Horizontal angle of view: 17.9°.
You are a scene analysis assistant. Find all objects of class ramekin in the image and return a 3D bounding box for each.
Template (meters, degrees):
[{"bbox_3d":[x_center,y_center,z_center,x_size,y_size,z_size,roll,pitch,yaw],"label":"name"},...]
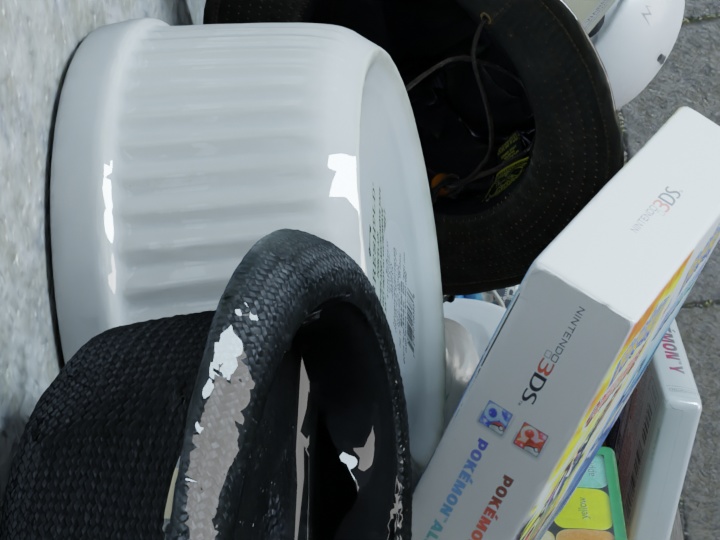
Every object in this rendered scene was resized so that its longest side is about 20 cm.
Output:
[{"bbox_3d":[-0.033,0.002,0.842,0.200,0.104,0.202,-7,90,-79],"label":"ramekin"}]

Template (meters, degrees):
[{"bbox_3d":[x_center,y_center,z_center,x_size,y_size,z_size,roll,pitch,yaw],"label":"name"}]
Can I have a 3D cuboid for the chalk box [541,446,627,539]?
[{"bbox_3d":[0.059,0.157,1.045,0.125,0.123,0.201,-89,-179,-53],"label":"chalk box"}]

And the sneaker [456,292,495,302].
[{"bbox_3d":[0.020,0.002,1.240,0.078,0.090,0.200,46,-17,17],"label":"sneaker"}]

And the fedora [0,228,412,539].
[{"bbox_3d":[-0.052,0.087,0.697,0.200,0.091,0.203,3,90,-68],"label":"fedora"}]

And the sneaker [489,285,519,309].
[{"bbox_3d":[0.061,0.075,1.253,0.201,0.080,0.077,-58,-158,31],"label":"sneaker"}]

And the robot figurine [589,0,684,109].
[{"bbox_3d":[0.085,-0.168,1.274,0.125,0.199,0.151,-48,-167,46],"label":"robot figurine"}]

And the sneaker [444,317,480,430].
[{"bbox_3d":[-0.014,0.101,0.949,0.080,0.070,0.202,35,65,-49],"label":"sneaker"}]

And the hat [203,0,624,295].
[{"bbox_3d":[0.036,-0.091,0.969,0.081,0.199,0.202,-48,136,-41],"label":"hat"}]

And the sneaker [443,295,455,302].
[{"bbox_3d":[0.000,0.000,1.054,0.200,0.090,0.077,-64,148,-68],"label":"sneaker"}]

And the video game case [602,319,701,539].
[{"bbox_3d":[0.136,0.114,1.189,0.183,0.023,0.202,-92,-170,-66],"label":"video game case"}]

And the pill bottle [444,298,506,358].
[{"bbox_3d":[0.051,0.125,1.180,0.113,0.112,0.201,-79,160,-58],"label":"pill bottle"}]

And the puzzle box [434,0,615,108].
[{"bbox_3d":[0.077,-0.119,1.070,0.025,0.200,0.133,46,30,12],"label":"puzzle box"}]

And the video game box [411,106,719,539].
[{"bbox_3d":[0.074,0.047,0.862,0.200,0.047,0.183,-42,158,-60],"label":"video game box"}]
